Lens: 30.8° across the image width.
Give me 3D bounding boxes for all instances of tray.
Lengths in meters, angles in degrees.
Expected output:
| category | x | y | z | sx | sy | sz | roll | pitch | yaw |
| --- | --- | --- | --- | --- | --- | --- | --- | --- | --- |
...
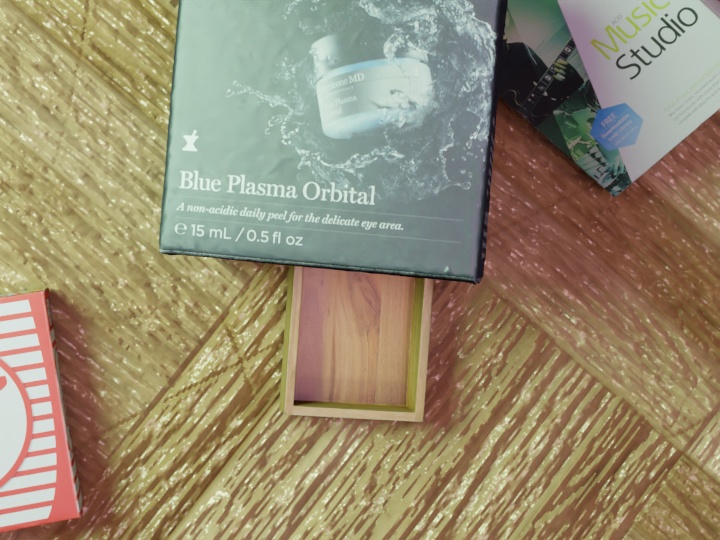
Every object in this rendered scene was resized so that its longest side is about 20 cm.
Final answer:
| category | x | y | z | sx | sy | sz | roll | pitch | yaw |
| --- | --- | --- | --- | --- | --- | --- | --- | --- | --- |
| tray | 0.000 | 0.000 | 0.906 | 0.098 | 0.037 | 0.202 | 4 | 92 | -11 |

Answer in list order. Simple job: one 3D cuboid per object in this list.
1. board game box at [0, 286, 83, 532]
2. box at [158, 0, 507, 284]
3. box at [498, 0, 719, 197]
| category | x | y | z | sx | sy | sz | roll | pitch | yaw |
| --- | --- | --- | --- | --- | --- | --- | --- | --- | --- |
| board game box | -0.291 | 0.101 | 0.849 | 0.198 | 0.046 | 0.153 | -10 | 94 | -10 |
| box | -0.013 | -0.100 | 0.817 | 0.195 | 0.117 | 0.202 | 5 | 90 | 7 |
| box | 0.154 | -0.161 | 0.884 | 0.200 | 0.036 | 0.144 | 39 | 122 | -12 |
